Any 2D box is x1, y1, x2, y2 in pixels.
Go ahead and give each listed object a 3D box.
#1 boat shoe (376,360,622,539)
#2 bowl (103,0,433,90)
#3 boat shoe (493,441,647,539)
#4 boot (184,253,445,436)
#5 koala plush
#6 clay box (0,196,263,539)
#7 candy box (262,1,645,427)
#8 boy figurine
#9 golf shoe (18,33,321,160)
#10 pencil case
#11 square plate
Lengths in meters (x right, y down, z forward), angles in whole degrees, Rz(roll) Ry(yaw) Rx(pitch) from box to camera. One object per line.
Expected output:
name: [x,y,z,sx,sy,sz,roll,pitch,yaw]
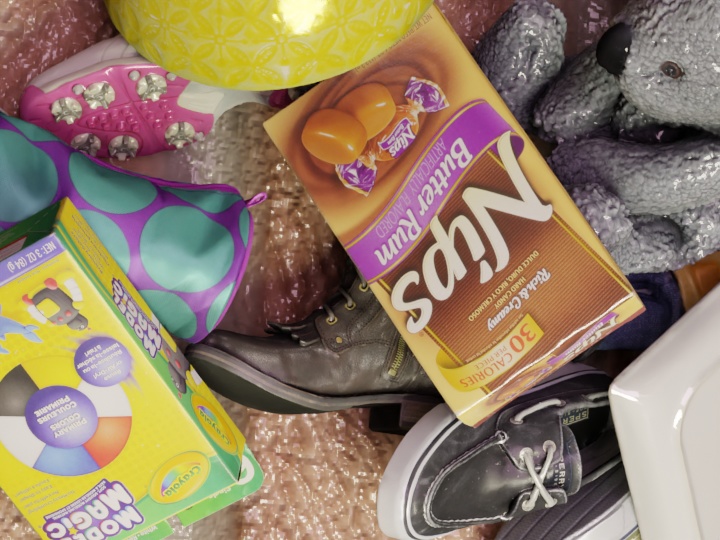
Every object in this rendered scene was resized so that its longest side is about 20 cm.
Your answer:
boat shoe: [0.093,0.106,1.315,0.200,0.068,0.072,-19,117,-44]
bowl: [-0.052,-0.206,1.247,0.200,0.108,0.200,-3,55,5]
boat shoe: [0.163,0.138,1.376,0.200,0.072,0.062,-34,114,-19]
boot: [0.000,0.000,1.332,0.200,0.069,0.175,13,80,-28]
koala plush: [0.186,-0.112,1.306,0.183,0.200,0.178,-1,57,-20]
clay box: [-0.148,0.072,1.232,0.115,0.048,0.200,-28,112,16]
candy box: [0.050,-0.030,1.259,0.117,0.056,0.200,-36,75,5]
boy figurine: [0.211,0.009,1.400,0.200,0.064,0.125,-8,71,-21]
golf shoe: [-0.097,-0.123,1.307,0.200,0.075,0.092,-16,50,-6]
pencil case: [-0.158,-0.035,1.253,0.200,0.085,0.093,22,86,-12]
square plate: [0.232,0.086,1.363,0.200,0.028,0.198,-39,131,-27]
